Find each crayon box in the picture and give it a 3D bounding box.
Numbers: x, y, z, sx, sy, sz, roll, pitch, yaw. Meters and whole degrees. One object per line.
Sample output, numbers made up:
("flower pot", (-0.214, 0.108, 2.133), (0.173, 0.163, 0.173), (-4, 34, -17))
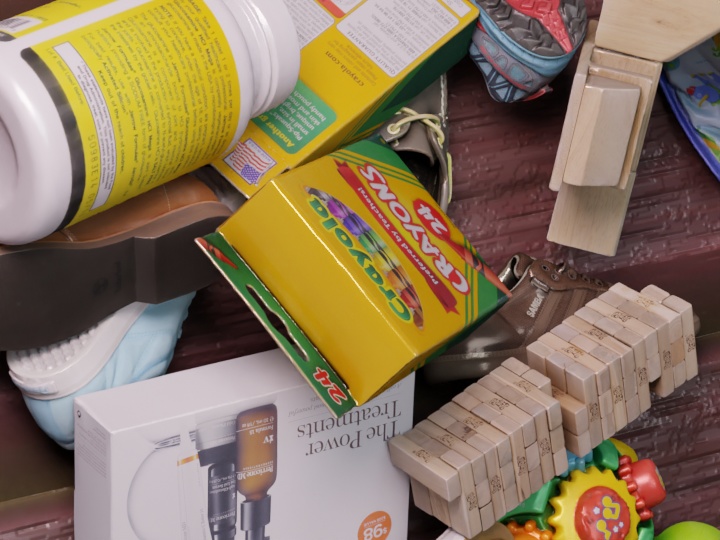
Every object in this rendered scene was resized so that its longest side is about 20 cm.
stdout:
("crayon box", (-0.043, -0.125, 1.615), (0.126, 0.052, 0.200), (42, 61, 14))
("crayon box", (0.000, 0.000, 1.519), (0.127, 0.051, 0.200), (50, 24, 4))

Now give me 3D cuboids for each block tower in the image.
("block tower", (0.110, 0.081, 1.610), (0.200, 0.054, 0.058), (-32, 129, -28))

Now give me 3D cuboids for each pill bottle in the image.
("pill bottle", (-0.130, -0.097, 1.474), (0.200, 0.112, 0.113), (-26, 96, -40))

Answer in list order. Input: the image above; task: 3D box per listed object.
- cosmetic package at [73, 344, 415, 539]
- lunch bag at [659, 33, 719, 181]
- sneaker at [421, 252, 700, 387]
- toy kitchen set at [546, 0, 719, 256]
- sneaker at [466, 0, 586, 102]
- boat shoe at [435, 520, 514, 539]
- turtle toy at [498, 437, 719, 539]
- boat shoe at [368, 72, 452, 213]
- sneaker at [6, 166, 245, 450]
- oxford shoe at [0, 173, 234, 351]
("cosmetic package", (-0.065, 0.127, 1.560), (0.199, 0.052, 0.152), (-13, 120, -30))
("lunch bag", (0.279, -0.165, 1.795), (0.170, 0.127, 0.201), (-27, 108, -30))
("sneaker", (0.125, 0.023, 1.705), (0.199, 0.070, 0.076), (-8, 86, -30))
("toy kitchen set", (0.213, -0.091, 1.642), (0.179, 0.163, 0.201), (14, 108, 5))
("sneaker", (0.058, -0.186, 1.692), (0.079, 0.096, 0.201), (-18, 64, -26))
("boat shoe", (0.012, 0.221, 1.596), (0.200, 0.069, 0.071), (-53, 131, -9))
("turtle toy", (0.142, 0.162, 1.675), (0.199, 0.101, 0.146), (26, 71, -24))
("boat shoe", (0.025, -0.065, 1.667), (0.072, 0.060, 0.203), (16, 75, -26))
("sneaker", (-0.130, 0.022, 1.576), (0.200, 0.074, 0.082), (-48, 141, -33))
("oxford shoe", (-0.166, -0.009, 1.498), (0.199, 0.072, 0.071), (-15, 47, -30))
